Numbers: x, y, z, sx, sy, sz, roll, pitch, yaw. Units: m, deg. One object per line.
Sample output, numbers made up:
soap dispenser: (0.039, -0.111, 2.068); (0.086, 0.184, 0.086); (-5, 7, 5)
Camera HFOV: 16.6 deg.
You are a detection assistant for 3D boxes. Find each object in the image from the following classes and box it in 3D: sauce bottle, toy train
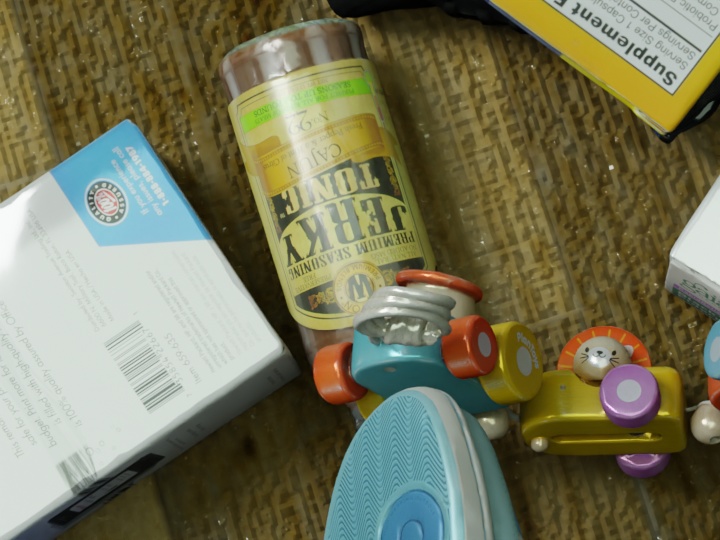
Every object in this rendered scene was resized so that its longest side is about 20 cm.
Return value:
sauce bottle: (0.000, 0.000, 0.984); (0.065, 0.065, 0.200); (-19, 82, 2)
toy train: (0.086, 0.023, 0.904); (0.200, 0.150, 0.056); (10, 65, -13)

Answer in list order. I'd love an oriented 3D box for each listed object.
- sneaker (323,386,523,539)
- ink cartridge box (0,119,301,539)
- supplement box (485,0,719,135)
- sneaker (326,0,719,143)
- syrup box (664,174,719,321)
sneaker: (0.060, 0.141, 0.846); (0.131, 0.080, 0.200); (7, 70, -39)
ink cartridge box: (-0.139, 0.046, 0.987); (0.200, 0.067, 0.116); (-34, 80, -1)
supplement box: (0.126, -0.166, 0.884); (0.109, 0.110, 0.200); (36, 104, -3)
sneaker: (0.087, -0.100, 0.989); (0.200, 0.073, 0.112); (-13, 92, 11)
syrup box: (0.205, -0.059, 0.967); (0.079, 0.081, 0.200); (33, 87, 10)
